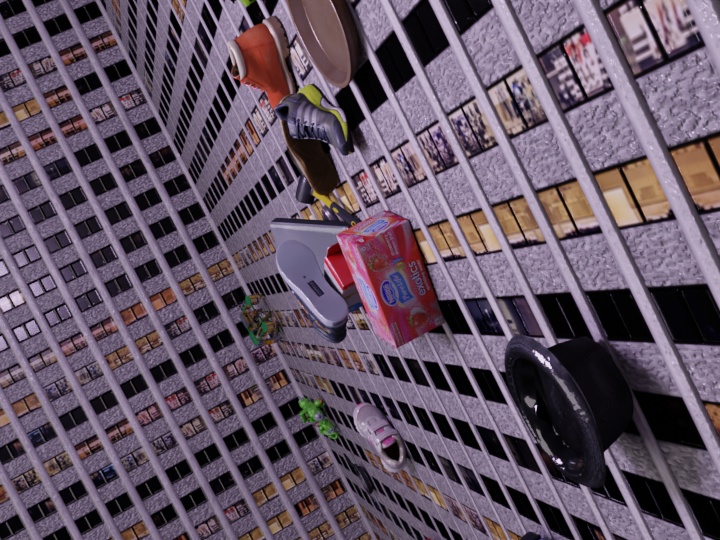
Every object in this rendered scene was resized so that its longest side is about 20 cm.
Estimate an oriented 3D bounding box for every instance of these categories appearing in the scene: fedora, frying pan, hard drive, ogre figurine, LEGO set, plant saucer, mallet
[{"bbox_3d":[0.250,0.146,1.014,0.201,0.092,0.201,56,164,25],"label":"fedora"},{"bbox_3d":[0.000,0.708,3.049,0.115,0.031,0.190,67,168,-18],"label":"frying pan"},{"bbox_3d":[-0.079,-0.036,1.754,0.200,0.033,0.140,5,123,35],"label":"hard drive"},{"bbox_3d":[-0.155,0.514,3.111,0.120,0.098,0.200,59,-178,-39],"label":"ogre figurine"},{"bbox_3d":[-0.344,0.177,3.198,0.200,0.116,0.154,47,130,35],"label":"LEGO set"},{"bbox_3d":[-0.055,-0.362,1.277,0.200,0.029,0.200,57,165,24],"label":"plant saucer"},{"bbox_3d":[-0.056,-0.137,1.689,0.200,0.041,0.066,31,118,43],"label":"mallet"}]

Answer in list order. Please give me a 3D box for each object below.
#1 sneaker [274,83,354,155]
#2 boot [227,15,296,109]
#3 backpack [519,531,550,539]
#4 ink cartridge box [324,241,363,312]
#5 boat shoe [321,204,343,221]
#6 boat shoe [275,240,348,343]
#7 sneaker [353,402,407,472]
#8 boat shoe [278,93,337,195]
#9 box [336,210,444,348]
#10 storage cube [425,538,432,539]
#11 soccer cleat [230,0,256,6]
[{"bbox_3d":[-0.075,-0.239,1.466,0.200,0.081,0.074,46,159,47],"label":"sneaker"},{"bbox_3d":[-0.179,-0.352,1.581,0.075,0.107,0.200,50,163,34],"label":"boot"},{"bbox_3d":[0.274,0.545,1.494,0.154,0.200,0.191,45,152,36],"label":"backpack"},{"bbox_3d":[0.000,0.000,1.572,0.067,0.116,0.200,58,166,18],"label":"ink cartridge box"},{"bbox_3d":[-0.051,-0.043,1.781,0.073,0.063,0.200,47,159,53],"label":"boat shoe"},{"bbox_3d":[-0.090,0.041,1.576,0.200,0.071,0.091,54,159,28],"label":"boat shoe"},{"bbox_3d":[0.058,0.418,2.234,0.200,0.081,0.088,53,164,5],"label":"sneaker"},{"bbox_3d":[-0.107,-0.230,1.613,0.065,0.073,0.200,29,145,56],"label":"boat shoe"},{"bbox_3d":[0.050,0.014,1.458,0.095,0.100,0.200,33,147,63],"label":"box"},{"bbox_3d":[0.168,0.865,2.429,0.171,0.200,0.180,56,171,22],"label":"storage cube"},{"bbox_3d":[-0.249,-0.529,1.591,0.200,0.068,0.081,46,172,46],"label":"soccer cleat"}]
